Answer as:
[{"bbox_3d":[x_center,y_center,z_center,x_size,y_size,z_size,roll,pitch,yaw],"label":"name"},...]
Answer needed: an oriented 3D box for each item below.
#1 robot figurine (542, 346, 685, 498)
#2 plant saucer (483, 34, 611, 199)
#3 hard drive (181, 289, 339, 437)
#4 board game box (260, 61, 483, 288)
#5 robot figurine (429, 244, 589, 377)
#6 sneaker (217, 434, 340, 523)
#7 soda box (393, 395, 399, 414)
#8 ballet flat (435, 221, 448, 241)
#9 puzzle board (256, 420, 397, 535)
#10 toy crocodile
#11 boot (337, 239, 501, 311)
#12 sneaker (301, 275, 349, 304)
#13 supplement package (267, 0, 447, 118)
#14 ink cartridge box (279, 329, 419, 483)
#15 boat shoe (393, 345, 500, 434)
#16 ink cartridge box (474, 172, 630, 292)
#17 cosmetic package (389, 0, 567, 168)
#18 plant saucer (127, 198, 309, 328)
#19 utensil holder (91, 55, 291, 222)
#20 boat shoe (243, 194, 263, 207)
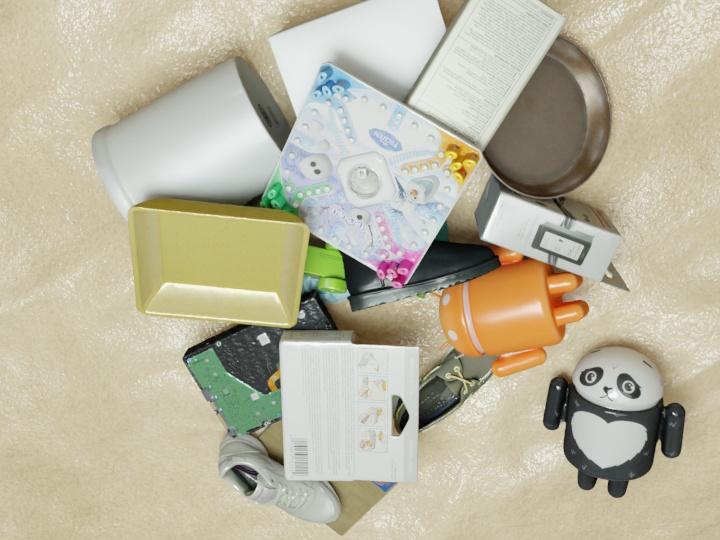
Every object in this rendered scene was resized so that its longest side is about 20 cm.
[{"bbox_3d":[0.339,0.202,1.192,0.150,0.125,0.201,-3,110,-15],"label":"robot figurine"},{"bbox_3d":[0.216,-0.187,1.079,0.200,0.032,0.201,-1,94,-22],"label":"plant saucer"},{"bbox_3d":[-0.115,0.126,1.172,0.200,0.038,0.140,-26,106,10],"label":"hard drive"},{"bbox_3d":[0.004,-0.098,0.989,0.200,0.026,0.200,30,124,1],"label":"board game box"},{"bbox_3d":[0.188,0.051,1.141,0.199,0.117,0.144,-11,128,23],"label":"robot figurine"},{"bbox_3d":[-0.120,0.313,1.254,0.200,0.100,0.075,31,105,-9],"label":"sneaker"},{"bbox_3d":[-0.041,0.137,1.225,0.199,0.063,0.068,16,109,-2],"label":"soda box"},{"bbox_3d":[0.079,-0.086,1.149,0.075,0.068,0.201,5,105,25],"label":"ballet flat"},{"bbox_3d":[-0.052,0.282,1.301,0.200,0.017,0.151,41,105,-11],"label":"puzzle board"},{"bbox_3d":[0.000,0.000,1.156,0.199,0.062,0.068,7,80,-17],"label":"toy crocodile"},{"bbox_3d":[0.057,-0.053,1.083,0.200,0.076,0.169,-15,90,8],"label":"boot"},{"bbox_3d":[-0.092,0.022,1.178,0.199,0.082,0.074,-1,110,0],"label":"sneaker"},{"bbox_3d":[0.013,-0.244,1.068,0.199,0.111,0.156,-17,107,8],"label":"supplement package"},{"bbox_3d":[-0.012,0.176,1.140,0.176,0.045,0.201,1,110,3],"label":"ink cartridge box"},{"bbox_3d":[0.125,0.157,1.224,0.202,0.060,0.072,-41,101,15],"label":"boat shoe"},{"bbox_3d":[0.251,-0.051,1.117,0.199,0.116,0.068,20,110,-4],"label":"ink cartridge box"},{"bbox_3d":[0.126,-0.216,0.974,0.103,0.073,0.200,31,107,-7],"label":"cosmetic package"},{"bbox_3d":[-0.166,-0.015,1.050,0.199,0.049,0.200,5,141,-6],"label":"plant saucer"},{"bbox_3d":[-0.195,-0.144,1.084,0.200,0.170,0.170,-28,105,11],"label":"utensil holder"},{"bbox_3d":[-0.102,-0.081,1.158,0.200,0.073,0.062,-27,120,14],"label":"boat shoe"}]
